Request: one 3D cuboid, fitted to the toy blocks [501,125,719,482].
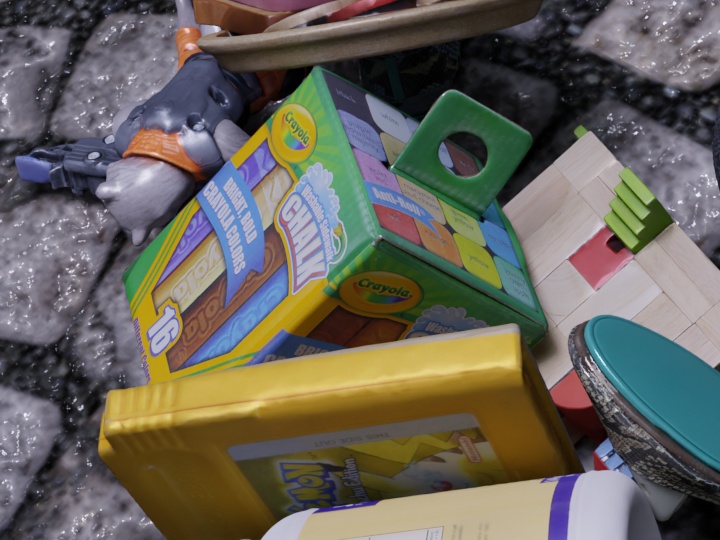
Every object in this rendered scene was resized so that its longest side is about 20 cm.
[{"bbox_3d":[0.111,0.033,1.025,0.137,0.100,0.200,-42,51,5],"label":"toy blocks"}]

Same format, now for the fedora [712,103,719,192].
[{"bbox_3d":[0.234,-0.045,1.006,0.091,0.199,0.202,-38,41,40],"label":"fedora"}]

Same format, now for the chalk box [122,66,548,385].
[{"bbox_3d":[0.000,0.000,1.007,0.200,0.124,0.125,-44,42,24],"label":"chalk box"}]

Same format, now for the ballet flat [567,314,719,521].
[{"bbox_3d":[0.172,0.092,0.928,0.198,0.076,0.068,24,39,1],"label":"ballet flat"}]

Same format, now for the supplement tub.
[{"bbox_3d":[0.032,0.170,0.913,0.198,0.146,0.147,-9,54,16],"label":"supplement tub"}]

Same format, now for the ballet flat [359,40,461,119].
[{"bbox_3d":[0.031,-0.182,1.209,0.074,0.074,0.202,-9,54,15],"label":"ballet flat"}]

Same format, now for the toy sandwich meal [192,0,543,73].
[{"bbox_3d":[0.003,-0.149,1.064,0.203,0.071,0.205,-10,10,2],"label":"toy sandwich meal"}]

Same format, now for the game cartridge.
[{"bbox_3d":[-0.002,0.096,0.959,0.198,0.177,0.033,-11,53,14],"label":"game cartridge"}]

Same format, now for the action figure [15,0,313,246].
[{"bbox_3d":[-0.109,-0.097,1.186,0.198,0.105,0.194,3,49,21],"label":"action figure"}]
